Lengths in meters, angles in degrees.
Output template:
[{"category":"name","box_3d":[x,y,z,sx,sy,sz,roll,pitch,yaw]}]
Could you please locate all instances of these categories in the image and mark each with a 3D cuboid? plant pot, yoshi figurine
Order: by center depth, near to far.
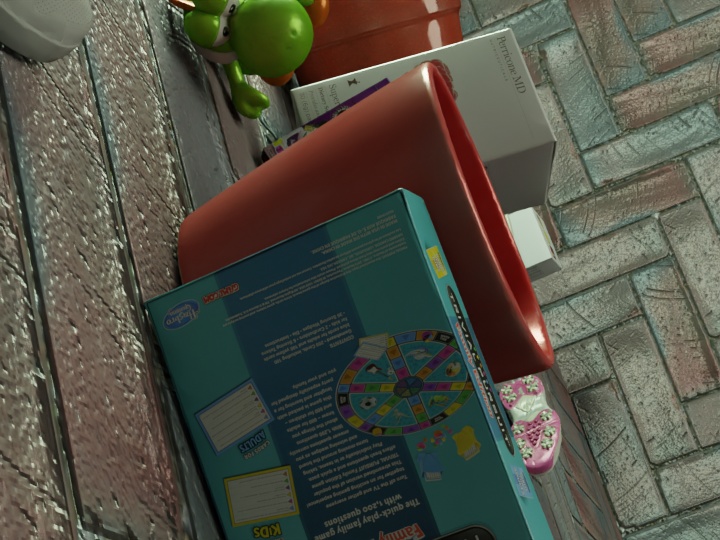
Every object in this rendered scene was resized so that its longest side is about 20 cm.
[{"category":"plant pot","box_3d":[0.000,0.000,0.801,0.200,0.177,0.201,-23,90,-80]},{"category":"yoshi figurine","box_3d":[-0.070,-0.180,1.024,0.200,0.112,0.113,-32,106,-76]},{"category":"plant pot","box_3d":[0.026,-0.185,1.307,0.201,0.200,0.196,-56,131,-77]}]

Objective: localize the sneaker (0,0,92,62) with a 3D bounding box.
[{"category":"sneaker","box_3d":[-0.148,-0.179,0.611,0.200,0.115,0.074,52,17,-58]}]

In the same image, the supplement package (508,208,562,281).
[{"category":"supplement package","box_3d":[0.312,-0.042,2.583,0.200,0.109,0.114,21,47,-75]}]

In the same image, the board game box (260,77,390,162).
[{"category":"board game box","box_3d":[0.023,-0.039,1.057,0.200,0.120,0.032,57,-16,5]}]

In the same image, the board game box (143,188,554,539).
[{"category":"board game box","box_3d":[-0.006,0.081,0.676,0.200,0.151,0.047,70,15,9]}]

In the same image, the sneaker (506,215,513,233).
[{"category":"sneaker","box_3d":[0.232,-0.097,2.396,0.084,0.075,0.200,36,32,-62]}]

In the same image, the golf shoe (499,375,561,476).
[{"category":"golf shoe","box_3d":[0.242,0.226,1.817,0.200,0.075,0.092,-89,158,-62]}]

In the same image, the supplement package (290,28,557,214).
[{"category":"supplement package","box_3d":[0.054,-0.107,1.157,0.120,0.199,0.122,83,-10,-66]}]
